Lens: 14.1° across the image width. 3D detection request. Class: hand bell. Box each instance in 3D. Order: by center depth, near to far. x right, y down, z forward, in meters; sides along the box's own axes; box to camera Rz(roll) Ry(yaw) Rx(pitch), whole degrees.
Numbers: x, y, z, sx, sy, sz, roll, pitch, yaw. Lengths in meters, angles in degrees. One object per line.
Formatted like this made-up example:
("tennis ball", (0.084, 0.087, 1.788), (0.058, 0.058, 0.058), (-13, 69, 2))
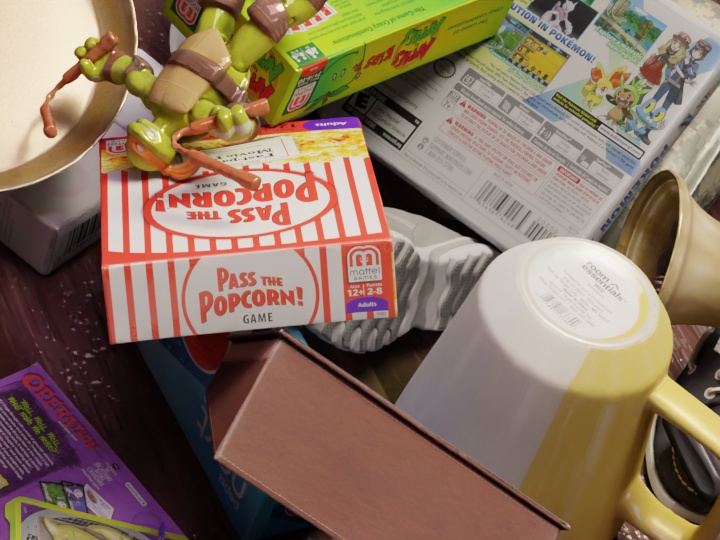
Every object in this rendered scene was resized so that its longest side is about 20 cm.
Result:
("hand bell", (0.256, 0.019, 1.721), (0.199, 0.104, 0.104), (17, 43, -14))

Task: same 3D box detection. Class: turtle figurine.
("turtle figurine", (-0.077, -0.108, 1.584), (0.200, 0.064, 0.162), (22, 73, 50))

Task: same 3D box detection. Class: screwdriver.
("screwdriver", (0.225, 0.165, 1.659), (0.028, 0.029, 0.201), (-17, 72, -27))

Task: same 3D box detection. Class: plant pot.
("plant pot", (-0.226, -0.134, 1.652), (0.199, 0.027, 0.201), (6, 70, -15))

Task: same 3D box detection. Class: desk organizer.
("desk organizer", (0.004, 0.117, 1.546), (0.200, 0.072, 0.077), (35, 72, -20))

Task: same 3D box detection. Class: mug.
("mug", (0.122, 0.066, 1.649), (0.186, 0.153, 0.150), (11, 44, -11))

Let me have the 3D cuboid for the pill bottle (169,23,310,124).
("pill bottle", (-0.053, -0.188, 1.853), (0.112, 0.112, 0.200), (17, 35, -4))

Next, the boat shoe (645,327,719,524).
("boat shoe", (0.228, 0.069, 1.750), (0.074, 0.060, 0.200), (31, 45, 4))

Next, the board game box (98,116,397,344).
("board game box", (-0.064, -0.025, 1.572), (0.151, 0.047, 0.200), (-6, 22, -4))

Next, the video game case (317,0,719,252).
("video game case", (0.100, -0.114, 1.774), (0.200, 0.022, 0.183), (37, 87, 27))

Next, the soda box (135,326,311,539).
("soda box", (-0.073, 0.053, 1.649), (0.064, 0.068, 0.200), (-12, 52, -28))

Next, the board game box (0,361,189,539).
("board game box", (-0.163, 0.144, 1.556), (0.120, 0.032, 0.200), (-26, 61, -33))

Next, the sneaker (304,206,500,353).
("sneaker", (0.000, 0.000, 1.708), (0.082, 0.075, 0.200), (29, 12, 29))

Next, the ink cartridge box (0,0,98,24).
("ink cartridge box", (-0.259, -0.157, 1.744), (0.199, 0.084, 0.146), (-13, 42, -21))

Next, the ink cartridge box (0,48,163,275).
("ink cartridge box", (-0.207, -0.102, 1.767), (0.200, 0.057, 0.162), (40, 47, 13))

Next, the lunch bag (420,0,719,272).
("lunch bag", (0.150, -0.083, 1.826), (0.164, 0.118, 0.200), (30, 72, 14))

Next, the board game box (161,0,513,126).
("board game box", (-0.009, -0.161, 1.715), (0.200, 0.048, 0.102), (-25, 64, -42))
